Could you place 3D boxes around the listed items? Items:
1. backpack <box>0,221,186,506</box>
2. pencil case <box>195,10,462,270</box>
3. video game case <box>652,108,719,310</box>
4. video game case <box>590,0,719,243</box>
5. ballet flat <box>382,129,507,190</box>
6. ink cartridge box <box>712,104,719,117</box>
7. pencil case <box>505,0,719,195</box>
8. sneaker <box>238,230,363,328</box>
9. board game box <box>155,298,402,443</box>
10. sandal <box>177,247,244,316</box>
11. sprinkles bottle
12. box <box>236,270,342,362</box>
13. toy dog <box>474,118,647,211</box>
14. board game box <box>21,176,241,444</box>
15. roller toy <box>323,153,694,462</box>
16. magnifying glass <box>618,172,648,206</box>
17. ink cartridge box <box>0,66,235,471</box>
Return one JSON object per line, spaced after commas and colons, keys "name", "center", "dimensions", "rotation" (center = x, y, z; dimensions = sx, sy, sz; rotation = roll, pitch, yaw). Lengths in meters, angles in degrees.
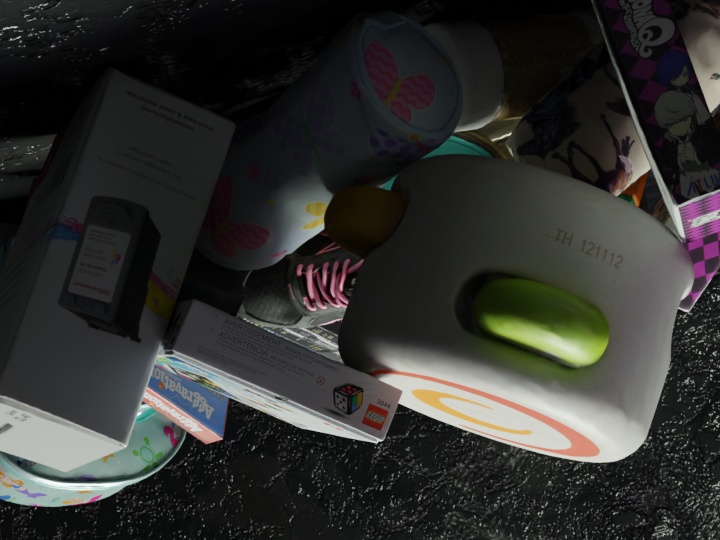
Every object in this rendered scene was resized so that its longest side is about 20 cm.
{"name": "backpack", "center": [-0.210, 0.066, 1.398], "dimensions": [0.177, 0.200, 0.151], "rotation": [4, 166, -33]}
{"name": "pencil case", "center": [-0.028, -0.075, 1.164], "dimensions": [0.083, 0.091, 0.200], "rotation": [-5, 161, -44]}
{"name": "video game case", "center": [0.260, -0.087, 1.302], "dimensions": [0.200, 0.036, 0.181], "rotation": [-59, -178, 21]}
{"name": "video game case", "center": [0.148, -0.110, 1.005], "dimensions": [0.036, 0.181, 0.200], "rotation": [-21, 172, 9]}
{"name": "ballet flat", "center": [0.011, -0.062, 1.262], "dimensions": [0.200, 0.069, 0.063], "rotation": [-5, -171, 26]}
{"name": "ink cartridge box", "center": [0.284, -0.144, 1.480], "dimensions": [0.200, 0.075, 0.165], "rotation": [-16, 174, 7]}
{"name": "pencil case", "center": [0.176, -0.107, 1.183], "dimensions": [0.200, 0.089, 0.078], "rotation": [-43, -146, 2]}
{"name": "sneaker", "center": [0.000, 0.000, 1.281], "dimensions": [0.200, 0.079, 0.095], "rotation": [-14, -171, 20]}
{"name": "board game box", "center": [-0.061, 0.058, 1.126], "dimensions": [0.126, 0.035, 0.200], "rotation": [25, 173, -12]}
{"name": "sandal", "center": [-0.115, -0.005, 1.250], "dimensions": [0.076, 0.043, 0.200], "rotation": [23, -166, -9]}
{"name": "sprinkles bottle", "center": [0.125, -0.132, 1.235], "dimensions": [0.200, 0.068, 0.068], "rotation": [-11, 171, -35]}
{"name": "box", "center": [-0.055, 0.027, 1.449], "dimensions": [0.158, 0.050, 0.200], "rotation": [26, 167, -12]}
{"name": "toy dog", "center": [0.141, -0.056, 1.411], "dimensions": [0.139, 0.194, 0.200], "rotation": [-31, 163, 16]}
{"name": "board game box", "center": [-0.158, 0.029, 1.324], "dimensions": [0.019, 0.103, 0.200], "rotation": [-20, 137, 32]}
{"name": "roller toy", "center": [0.088, 0.017, 1.104], "dimensions": [0.200, 0.140, 0.182], "rotation": [8, 163, 41]}
{"name": "magnifying glass", "center": [0.177, -0.030, 1.350], "dimensions": [0.022, 0.200, 0.080], "rotation": [9, 151, 26]}
{"name": "ink cartridge box", "center": [-0.157, 0.004, 1.113], "dimensions": [0.086, 0.200, 0.148], "rotation": [22, 162, -17]}
